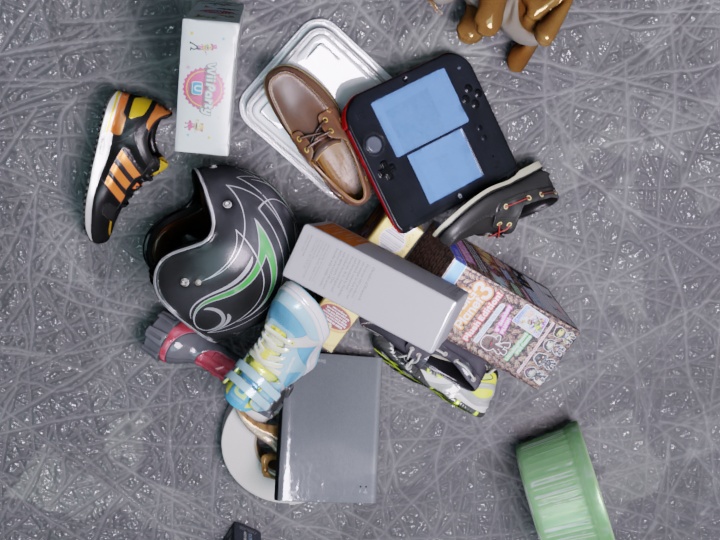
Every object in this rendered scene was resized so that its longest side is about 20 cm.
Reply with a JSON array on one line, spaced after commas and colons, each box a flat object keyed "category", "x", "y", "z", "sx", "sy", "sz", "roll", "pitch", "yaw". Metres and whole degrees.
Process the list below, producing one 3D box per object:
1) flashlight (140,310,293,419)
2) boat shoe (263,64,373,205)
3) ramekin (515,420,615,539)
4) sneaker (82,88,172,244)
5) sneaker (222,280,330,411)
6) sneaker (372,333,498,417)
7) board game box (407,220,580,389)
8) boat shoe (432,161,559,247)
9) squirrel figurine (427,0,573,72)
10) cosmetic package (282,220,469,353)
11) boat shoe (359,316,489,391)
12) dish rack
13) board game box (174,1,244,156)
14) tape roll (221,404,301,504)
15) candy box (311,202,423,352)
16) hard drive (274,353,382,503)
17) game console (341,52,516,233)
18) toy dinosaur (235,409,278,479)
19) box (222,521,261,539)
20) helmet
[{"category": "flashlight", "x": -0.192, "y": 0.127, "z": 1.340, "sx": 0.200, "sy": 0.068, "sz": 0.068, "roll": 31, "pitch": 88, "yaw": 12}, {"category": "boat shoe", "x": -0.046, "y": -0.165, "z": 1.245, "sx": 0.072, "sy": 0.068, "sz": 0.200, "roll": -33, "pitch": 109, "yaw": 6}, {"category": "ramekin", "x": 0.291, "y": 0.323, "z": 1.439, "sx": 0.098, "sy": 0.200, "sz": 0.200, "roll": -17, "pitch": 111, "yaw": 8}, {"category": "sneaker", "x": -0.291, "y": -0.121, "z": 1.277, "sx": 0.090, "sy": 0.070, "sz": 0.200, "roll": 12, "pitch": 106, "yaw": -7}, {"category": "sneaker", "x": -0.108, "y": 0.104, "z": 1.226, "sx": 0.080, "sy": 0.200, "sz": 0.131, "roll": 39, "pitch": 62, "yaw": 18}, {"category": "sneaker", "x": 0.104, "y": 0.128, "z": 1.421, "sx": 0.200, "sy": 0.075, "sz": 0.076, "roll": 33, "pitch": 83, "yaw": -19}, {"category": "board game box", "x": 0.164, "y": 0.043, "z": 1.340, "sx": 0.200, "sy": 0.159, "sz": 0.097, "roll": 30, "pitch": 104, "yaw": -15}, {"category": "boat shoe", "x": 0.177, "y": -0.076, "z": 1.297, "sx": 0.201, "sy": 0.074, "sz": 0.063, "roll": -28, "pitch": 81, "yaw": -33}, {"category": "squirrel figurine", "x": 0.167, "y": -0.369, "z": 1.224, "sx": 0.186, "sy": 0.142, "sz": 0.200, "roll": 28, "pitch": 91, "yaw": -4}, {"category": "cosmetic package", "x": 0.020, "y": 0.016, "z": 1.206, "sx": 0.200, "sy": 0.101, "sz": 0.071, "roll": 28, "pitch": 101, "yaw": 10}, {"category": "boat shoe", "x": 0.084, "y": 0.104, "z": 1.342, "sx": 0.200, "sy": 0.073, "sz": 0.063, "roll": 23, "pitch": 71, "yaw": -21}, {"category": "dish rack", "x": -0.036, "y": -0.199, "z": 1.293, "sx": 0.200, "sy": 0.044, "sz": 0.172, "roll": 40, "pitch": 102, "yaw": -17}, {"category": "board game box", "x": -0.174, "y": -0.229, "z": 1.182, "sx": 0.064, "sy": 0.200, "sz": 0.148, "roll": 5, "pitch": 109, "yaw": -8}, {"category": "tape roll", "x": -0.098, "y": 0.238, "z": 1.447, "sx": 0.202, "sy": 0.037, "sz": 0.203, "roll": -2, "pitch": 109, "yaw": -6}, {"category": "candy box", "x": 0.000, "y": 0.000, "z": 1.326, "sx": 0.056, "sy": 0.117, "sz": 0.200, "roll": 34, "pitch": 103, "yaw": -9}, {"category": "hard drive", "x": -0.043, "y": 0.213, "z": 1.383, "sx": 0.139, "sy": 0.033, "sz": 0.200, "roll": 6, "pitch": 80, "yaw": -18}, {"category": "game console", "x": 0.087, "y": -0.163, "z": 1.264, "sx": 0.200, "sy": 0.031, "sz": 0.177, "roll": -29, "pitch": 92, "yaw": -24}, {"category": "toy dinosaur", "x": -0.109, "y": 0.237, "z": 1.406, "sx": 0.200, "sy": 0.060, "sz": 0.106, "roll": 19, "pitch": 78, "yaw": -16}, {"category": "box", "x": -0.208, "y": 0.488, "z": 1.461, "sx": 0.051, "sy": 0.158, "sz": 0.200, "roll": 27, "pitch": 104, "yaw": -14}, {"category": "helmet", "x": -0.166, "y": -0.028, "z": 1.266, "sx": 0.191, "sy": 0.200, "sz": 0.200, "roll": -44, "pitch": 109, "yaw": 1}]
